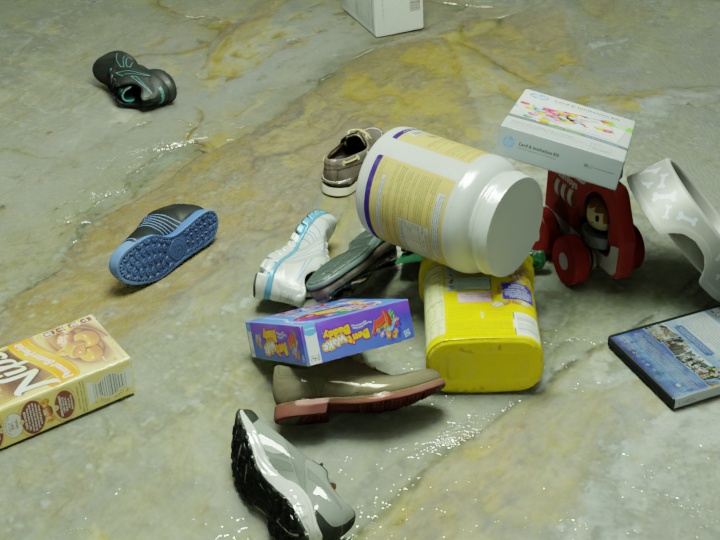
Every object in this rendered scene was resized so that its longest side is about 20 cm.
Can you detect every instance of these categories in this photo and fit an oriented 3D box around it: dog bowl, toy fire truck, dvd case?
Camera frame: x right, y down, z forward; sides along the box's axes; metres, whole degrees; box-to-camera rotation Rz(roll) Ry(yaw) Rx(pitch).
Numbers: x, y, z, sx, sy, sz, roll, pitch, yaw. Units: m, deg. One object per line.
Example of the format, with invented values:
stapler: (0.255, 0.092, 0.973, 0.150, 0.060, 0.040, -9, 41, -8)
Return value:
dog bowl: (0.424, -0.058, 1.521, 0.058, 0.200, 0.201, -38, 24, 21)
toy fire truck: (0.303, -0.087, 1.593, 0.111, 0.170, 0.200, -13, 32, -17)
dvd case: (0.418, 0.097, 1.431, 0.197, 0.018, 0.143, -14, 32, -17)

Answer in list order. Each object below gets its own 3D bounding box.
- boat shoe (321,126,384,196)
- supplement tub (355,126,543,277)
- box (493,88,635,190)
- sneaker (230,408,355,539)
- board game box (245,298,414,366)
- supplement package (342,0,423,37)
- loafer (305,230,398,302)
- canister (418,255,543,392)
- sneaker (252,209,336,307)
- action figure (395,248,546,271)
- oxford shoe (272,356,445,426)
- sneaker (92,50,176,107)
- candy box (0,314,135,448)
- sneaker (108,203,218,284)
boat shoe: (-0.007, -0.187, 1.882, 0.071, 0.060, 0.200, 11, 34, 21)
supplement tub: (0.108, -0.083, 1.452, 0.198, 0.147, 0.145, 23, 39, 35)
box: (0.261, -0.168, 1.494, 0.154, 0.042, 0.200, 18, 24, 10)
sneaker: (-0.077, 0.215, 1.227, 0.078, 0.075, 0.200, -10, 37, -31)
board game box: (-0.040, 0.069, 1.386, 0.133, 0.045, 0.199, -13, 4, -22)
supplement package: (0.042, -0.577, 2.467, 0.108, 0.115, 0.200, -14, 34, -16)
loafer: (0.000, 0.000, 1.555, 0.071, 0.064, 0.200, -16, 16, 35)
canister: (0.145, 0.056, 1.449, 0.146, 0.088, 0.201, -1, 33, 3)
sneaker: (-0.066, -0.008, 1.598, 0.086, 0.076, 0.200, 22, 39, 12)
action figure: (0.155, -0.028, 1.623, 0.197, 0.055, 0.118, 9, 30, 10)
oxford shoe: (-0.003, 0.123, 1.338, 0.197, 0.071, 0.076, -7, 71, -9)
sneaker: (-0.425, -0.344, 2.151, 0.198, 0.076, 0.079, 20, 40, 33)
candy box: (-0.377, 0.131, 1.386, 0.198, 0.056, 0.115, -21, 36, -29)
sneaker: (-0.287, -0.039, 1.656, 0.077, 0.071, 0.199, 14, 28, 32)
